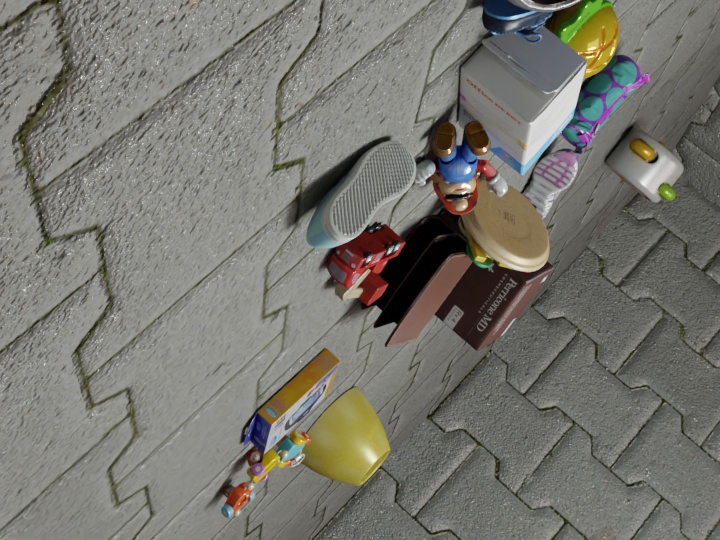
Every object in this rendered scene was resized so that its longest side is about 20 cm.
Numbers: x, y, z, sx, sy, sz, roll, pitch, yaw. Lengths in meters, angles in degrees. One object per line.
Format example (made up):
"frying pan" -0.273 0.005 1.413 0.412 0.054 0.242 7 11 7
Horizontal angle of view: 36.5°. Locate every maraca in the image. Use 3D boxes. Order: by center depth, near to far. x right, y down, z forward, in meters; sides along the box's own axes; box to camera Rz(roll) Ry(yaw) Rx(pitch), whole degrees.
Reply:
"maraca" 0.325 -0.349 1.622 0.138 0.107 0.200 -50 165 6

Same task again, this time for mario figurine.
"mario figurine" 0.149 -0.136 1.615 0.107 0.123 0.200 -55 165 -15

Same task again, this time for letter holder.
"letter holder" 0.087 0.019 1.849 0.201 0.100 0.142 -55 162 20

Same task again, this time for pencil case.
"pencil case" 0.467 -0.327 2.124 0.200 0.092 0.085 -48 141 -13

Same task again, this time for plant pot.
"plant pot" -0.022 0.369 2.300 0.200 0.142 0.200 -45 165 -15

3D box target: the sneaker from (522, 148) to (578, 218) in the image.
"sneaker" 0.406 -0.197 2.313 0.089 0.080 0.201 -47 171 -37

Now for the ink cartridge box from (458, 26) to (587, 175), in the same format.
"ink cartridge box" 0.224 -0.252 1.522 0.125 0.128 0.200 -46 166 -11

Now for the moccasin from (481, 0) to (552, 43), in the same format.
"moccasin" 0.218 -0.331 1.398 0.199 0.080 0.069 -34 148 -43

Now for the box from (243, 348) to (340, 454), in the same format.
"box" -0.120 0.233 1.880 0.200 0.041 0.120 -44 164 -31

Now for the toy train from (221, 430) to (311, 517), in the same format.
"toy train" -0.179 0.359 1.996 0.199 0.056 0.151 -34 160 -38

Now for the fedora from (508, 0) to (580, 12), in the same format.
"fedora" 0.207 -0.381 1.171 0.175 0.091 0.201 -19 141 -6

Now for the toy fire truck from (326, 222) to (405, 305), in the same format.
"toy fire truck" 0.000 0.000 1.640 0.142 0.049 0.199 -57 164 27

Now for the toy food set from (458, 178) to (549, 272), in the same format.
"toy food set" 0.240 -0.079 1.865 0.196 0.202 0.049 13 139 -31

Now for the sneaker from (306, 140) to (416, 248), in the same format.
"sneaker" -0.006 -0.097 1.385 0.082 0.074 0.200 -21 -164 47

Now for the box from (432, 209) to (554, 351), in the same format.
"box" 0.207 0.006 1.966 0.167 0.200 0.164 -56 163 23

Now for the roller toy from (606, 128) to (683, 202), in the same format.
"roller toy" 0.765 -0.288 2.924 0.140 0.199 0.183 -51 -160 9
